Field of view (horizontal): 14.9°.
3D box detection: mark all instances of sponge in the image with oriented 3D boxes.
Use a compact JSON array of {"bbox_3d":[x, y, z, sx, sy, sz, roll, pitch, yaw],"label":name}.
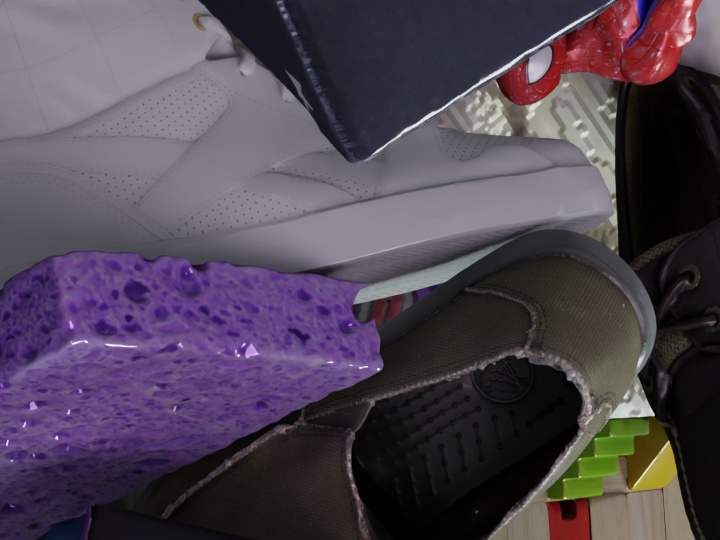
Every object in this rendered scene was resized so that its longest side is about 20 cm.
[{"bbox_3d":[-0.101,0.046,0.785,0.111,0.030,0.200,6,154,-45],"label":"sponge"}]

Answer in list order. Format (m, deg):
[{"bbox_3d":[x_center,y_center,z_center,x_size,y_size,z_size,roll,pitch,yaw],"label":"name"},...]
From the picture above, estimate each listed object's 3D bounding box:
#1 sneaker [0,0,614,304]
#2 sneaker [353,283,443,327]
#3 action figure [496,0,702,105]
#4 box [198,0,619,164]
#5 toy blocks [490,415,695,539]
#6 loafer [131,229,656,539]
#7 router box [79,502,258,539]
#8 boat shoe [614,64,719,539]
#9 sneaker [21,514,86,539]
[{"bbox_3d":[-0.026,-0.048,0.803,0.199,0.074,0.116,-8,75,-22],"label":"sneaker"},{"bbox_3d":[0.000,0.000,0.876,0.199,0.081,0.084,4,102,-34],"label":"sneaker"},{"bbox_3d":[0.111,-0.134,0.868,0.200,0.065,0.099,-42,137,-4],"label":"action figure"},{"bbox_3d":[0.020,-0.158,0.719,0.200,0.197,0.118,-33,127,-9],"label":"box"},{"bbox_3d":[0.057,0.119,0.915,0.200,0.100,0.137,2,84,-54],"label":"toy blocks"},{"bbox_3d":[-0.003,0.063,0.794,0.200,0.070,0.075,-41,99,20],"label":"loafer"},{"bbox_3d":[0.003,0.157,0.783,0.199,0.051,0.150,14,124,-5],"label":"router box"},{"bbox_3d":[0.109,0.014,0.884,0.065,0.201,0.073,23,131,-24],"label":"boat shoe"},{"bbox_3d":[-0.107,0.159,0.922,0.066,0.078,0.201,-48,163,-54],"label":"sneaker"}]
